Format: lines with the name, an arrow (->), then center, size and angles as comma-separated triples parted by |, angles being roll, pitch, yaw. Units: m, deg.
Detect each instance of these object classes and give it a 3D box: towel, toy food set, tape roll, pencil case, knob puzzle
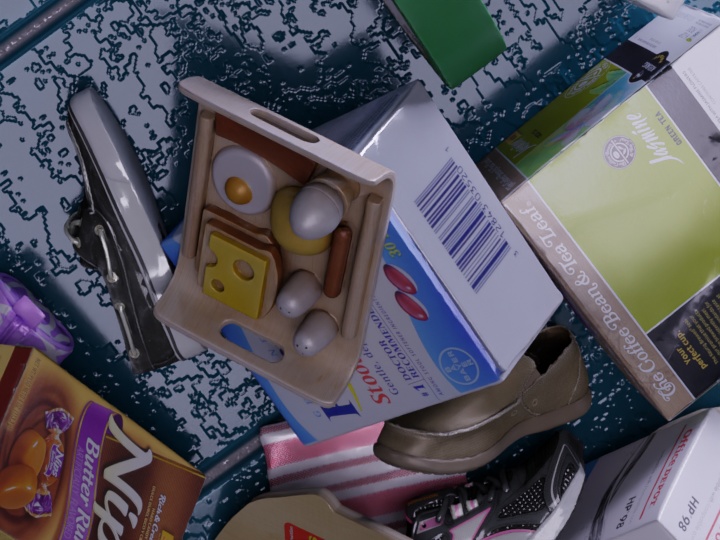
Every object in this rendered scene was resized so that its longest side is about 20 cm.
towel -> 0.013, 0.190, 1.714 | 0.145, 0.030, 0.202 | -12, 103, -2
toy food set -> -0.062, -0.016, 1.492 | 0.143, 0.060, 0.201 | 26, 133, 15
tape roll -> 0.020, -0.212, 1.533 | 0.048, 0.200, 0.201 | -35, 105, 2
pencil case -> -0.287, 0.093, 1.621 | 0.084, 0.085, 0.200 | 42, 92, 8
knob puzzle -> -0.020, 0.228, 1.662 | 0.030, 0.219, 0.221 | -40, 109, -41

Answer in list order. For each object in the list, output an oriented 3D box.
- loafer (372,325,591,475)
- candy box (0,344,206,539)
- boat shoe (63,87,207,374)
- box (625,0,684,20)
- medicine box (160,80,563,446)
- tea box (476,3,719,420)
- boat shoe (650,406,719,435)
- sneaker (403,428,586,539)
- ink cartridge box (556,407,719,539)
loafer -> 0.084, 0.087, 1.639 | 0.199, 0.076, 0.068 | -20, 114, -44
candy box -> -0.198, 0.146, 1.592 | 0.200, 0.056, 0.117 | 43, 61, -46
boat shoe -> -0.169, -0.024, 1.617 | 0.063, 0.071, 0.201 | -20, 100, 4
box -> 0.133, -0.261, 1.577 | 0.199, 0.124, 0.098 | 26, 98, -13
medicine box -> 0.000, 0.000, 1.579 | 0.199, 0.103, 0.183 | -22, 109, 42
tea box -> 0.216, -0.043, 1.632 | 0.196, 0.134, 0.200 | -38, 104, 1
boat shoe -> 0.308, 0.120, 1.715 | 0.199, 0.072, 0.060 | -21, 110, 2
sneaker -> 0.075, 0.183, 1.662 | 0.086, 0.080, 0.200 | 41, 96, -10
ink cartridge box -> 0.208, 0.171, 1.635 | 0.067, 0.116, 0.200 | 45, 138, -13
